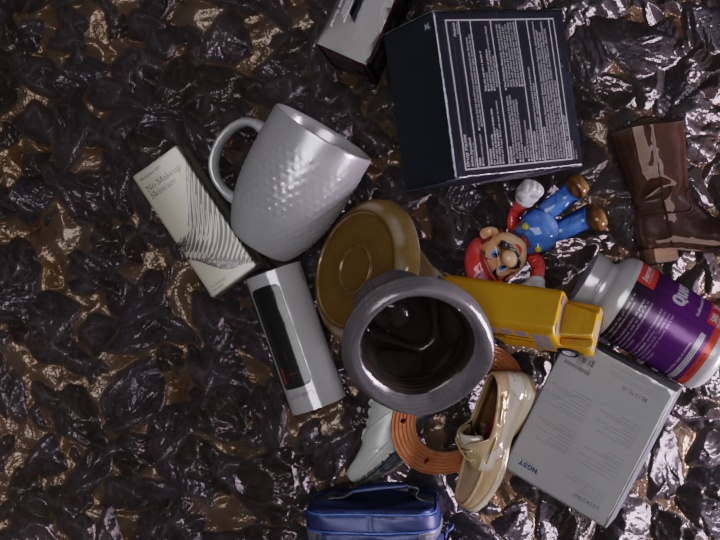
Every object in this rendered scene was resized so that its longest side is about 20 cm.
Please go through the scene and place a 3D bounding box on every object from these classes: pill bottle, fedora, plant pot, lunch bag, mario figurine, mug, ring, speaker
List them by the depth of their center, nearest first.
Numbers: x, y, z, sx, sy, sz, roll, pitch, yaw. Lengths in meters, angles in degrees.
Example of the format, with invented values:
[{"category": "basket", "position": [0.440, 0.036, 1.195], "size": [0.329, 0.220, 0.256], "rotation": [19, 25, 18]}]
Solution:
[{"category": "fedora", "position": [0.060, 0.074, 1.332], "size": [0.177, 0.090, 0.200], "rotation": [-44, 123, 13]}, {"category": "pill bottle", "position": [0.378, 0.059, 1.422], "size": [0.199, 0.112, 0.113], "rotation": [31, 94, 4]}, {"category": "mario figurine", "position": [0.228, -0.039, 1.436], "size": [0.199, 0.106, 0.124], "rotation": [-34, 62, 0]}, {"category": "plant pot", "position": [0.000, 0.000, 1.437], "size": [0.199, 0.027, 0.201], "rotation": [-18, 65, 45]}, {"category": "ring", "position": [0.128, 0.182, 1.449], "size": [0.199, 0.019, 0.202], "rotation": [-10, 118, -20]}, {"category": "lunch bag", "position": [0.026, 0.352, 1.454], "size": [0.199, 0.136, 0.133], "rotation": [-3, 95, 4]}, {"category": "mug", "position": [-0.113, -0.123, 1.456], "size": [0.199, 0.148, 0.176], "rotation": [33, 102, 11]}, {"category": "speaker", "position": [-0.087, 0.093, 1.490], "size": [0.081, 0.081, 0.201], "rotation": [-19, 90, 6]}]

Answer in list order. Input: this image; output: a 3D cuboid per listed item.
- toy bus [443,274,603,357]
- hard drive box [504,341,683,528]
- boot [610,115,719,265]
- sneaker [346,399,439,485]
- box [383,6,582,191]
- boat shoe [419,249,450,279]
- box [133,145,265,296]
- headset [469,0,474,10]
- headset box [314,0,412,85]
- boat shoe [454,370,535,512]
[{"category": "toy bus", "position": [0.203, 0.057, 1.391], "size": [0.199, 0.078, 0.065], "rotation": [8, 69, 26]}, {"category": "hard drive box", "position": [0.302, 0.204, 1.423], "size": [0.155, 0.077, 0.201], "rotation": [29, 100, 21]}, {"category": "boot", "position": [0.439, -0.119, 1.441], "size": [0.185, 0.064, 0.201], "rotation": [-11, 86, 4]}, {"category": "sneaker", "position": [0.043, 0.206, 1.493], "size": [0.087, 0.074, 0.200], "rotation": [39, 94, 23]}, {"category": "box", "position": [0.149, -0.211, 1.344], "size": [0.197, 0.123, 0.201], "rotation": [-8, 90, -31]}, {"category": "boat shoe", "position": [0.094, 0.031, 1.481], "size": [0.064, 0.071, 0.201], "rotation": [-28, 94, -32]}, {"category": "box", "position": [-0.221, -0.068, 1.504], "size": [0.082, 0.068, 0.200], "rotation": [-36, 88, 7]}, {"category": "headset", "position": [0.123, -0.408, 1.453], "size": [0.123, 0.094, 0.201], "rotation": [3, 69, -10]}, {"category": "headset box", "position": [0.011, -0.333, 1.406], "size": [0.077, 0.200, 0.150], "rotation": [23, 95, 5]}, {"category": "boat shoe", "position": [0.159, 0.220, 1.433], "size": [0.069, 0.074, 0.201], "rotation": [17, 99, -27]}]
